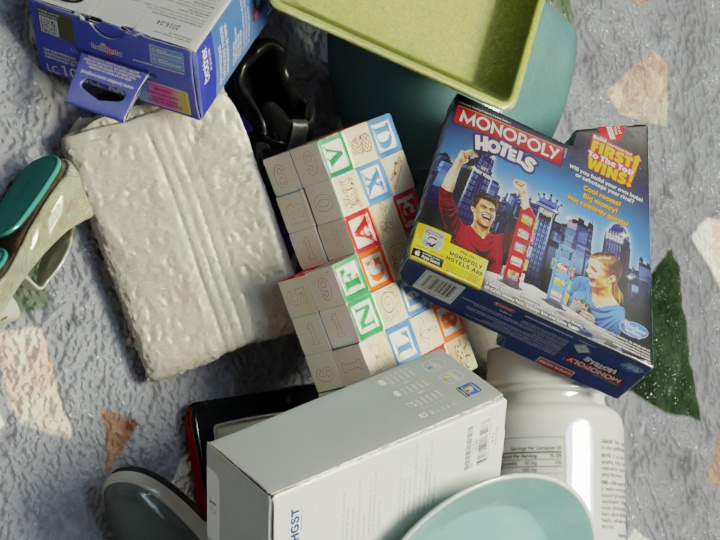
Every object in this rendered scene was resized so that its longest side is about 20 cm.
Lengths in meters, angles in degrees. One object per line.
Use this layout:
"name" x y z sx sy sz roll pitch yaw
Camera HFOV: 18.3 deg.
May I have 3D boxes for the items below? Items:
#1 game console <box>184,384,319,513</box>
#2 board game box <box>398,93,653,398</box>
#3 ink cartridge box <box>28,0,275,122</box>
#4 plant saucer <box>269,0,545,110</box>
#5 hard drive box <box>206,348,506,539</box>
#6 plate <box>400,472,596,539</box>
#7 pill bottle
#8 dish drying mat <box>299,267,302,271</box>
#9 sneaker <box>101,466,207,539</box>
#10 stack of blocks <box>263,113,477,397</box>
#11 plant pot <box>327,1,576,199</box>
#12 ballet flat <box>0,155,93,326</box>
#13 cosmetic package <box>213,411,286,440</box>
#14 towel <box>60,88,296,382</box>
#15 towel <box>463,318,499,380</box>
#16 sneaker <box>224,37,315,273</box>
"game console" -0.044 0.178 1.706 0.199 0.031 0.178 -5 85 -46
"board game box" 0.137 -0.038 1.652 0.199 0.062 0.201 25 57 -10
"ink cartridge box" -0.145 -0.194 1.601 0.077 0.136 0.200 88 26 -49
"plant saucer" 0.041 -0.232 1.646 0.199 0.048 0.201 23 66 -13
"hard drive box" -0.003 0.164 1.527 0.199 0.077 0.157 -20 128 -33
"plate" 0.078 0.223 1.553 0.199 0.026 0.201 -17 125 -26
"pill bottle" 0.143 0.160 1.680 0.113 0.113 0.202 9 78 -44
"dish drying mat" -0.058 -0.005 1.733 0.200 0.018 0.077 -30 93 -43
"sneaker" -0.142 0.247 1.559 0.201 0.083 0.121 60 37 -19
"stack of blocks" 0.000 0.000 1.617 0.115 0.058 0.201 -25 97 -48
"plant pot" 0.069 -0.121 1.754 0.199 0.199 0.136 24 59 -40
"ballet flat" -0.241 0.001 1.521 0.200 0.067 0.063 -54 129 -37
"cosmetic package" -0.004 0.149 1.676 0.199 0.087 0.104 -6 84 -46
"towel" -0.128 -0.031 1.622 0.132 0.034 0.201 -20 98 -9
"towel" 0.069 0.027 1.777 0.199 0.034 0.133 19 47 -37
"sneaker" -0.071 -0.082 1.672 0.069 0.099 0.202 -4 78 -40
